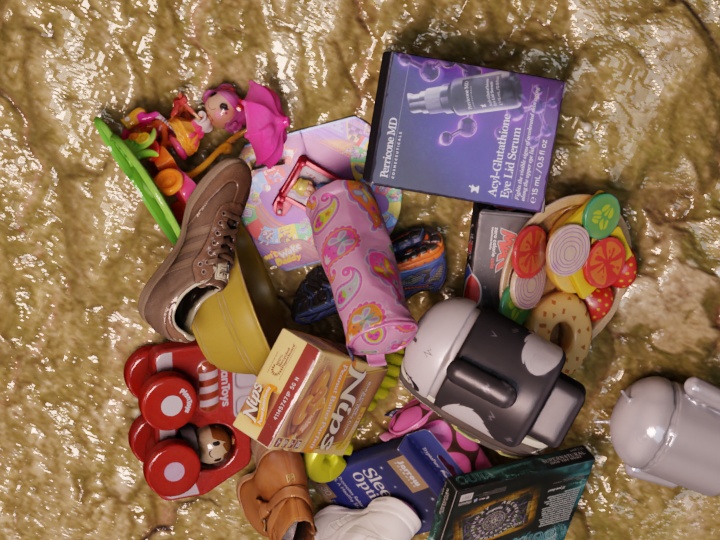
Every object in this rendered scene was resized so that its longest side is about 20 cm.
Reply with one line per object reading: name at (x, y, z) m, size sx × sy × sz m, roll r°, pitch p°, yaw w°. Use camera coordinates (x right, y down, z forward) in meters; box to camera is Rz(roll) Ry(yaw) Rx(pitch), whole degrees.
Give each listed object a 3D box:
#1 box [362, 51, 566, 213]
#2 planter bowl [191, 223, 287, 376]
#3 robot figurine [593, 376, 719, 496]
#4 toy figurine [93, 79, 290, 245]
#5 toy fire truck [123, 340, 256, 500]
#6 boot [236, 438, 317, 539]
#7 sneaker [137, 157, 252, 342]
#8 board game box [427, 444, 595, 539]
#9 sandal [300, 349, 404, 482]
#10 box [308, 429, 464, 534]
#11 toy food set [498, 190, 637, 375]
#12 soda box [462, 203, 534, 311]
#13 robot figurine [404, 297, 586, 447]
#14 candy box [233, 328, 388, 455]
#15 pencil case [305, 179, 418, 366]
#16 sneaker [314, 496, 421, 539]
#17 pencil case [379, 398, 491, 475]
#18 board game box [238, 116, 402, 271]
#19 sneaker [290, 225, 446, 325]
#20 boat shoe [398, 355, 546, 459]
box at (0.111, -0.153, 1.531) m, size 0.198 × 0.104 × 0.149 m, roll 8°, pitch 97°, yaw -5°
planter bowl at (-0.142, 0.049, 1.545) m, size 0.083 × 0.201 × 0.202 m, roll -20°, pitch 107°, yaw 4°
robot figurine at (0.382, 0.196, 1.652) m, size 0.199 × 0.113 × 0.170 m, roll 22°, pitch 124°, yaw -8°
toy figurine at (-0.171, -0.145, 1.534) m, size 0.183 × 0.200 × 0.151 m, roll -34°, pitch 144°, yaw -11°
toy fire truck at (-0.185, 0.171, 1.640) m, size 0.167 × 0.112 × 0.202 m, roll -7°, pitch 109°, yaw -19°
boot at (-0.089, 0.290, 1.624) m, size 0.076 × 0.156 × 0.201 m, roll -4°, pitch 133°, yaw -19°
sneaker at (-0.154, -0.017, 1.448) m, size 0.075 × 0.070 × 0.201 m, roll 35°, pitch 100°, yaw 32°
board game box at (0.171, 0.279, 1.612) m, size 0.199 × 0.028 × 0.136 m, roll -7°, pitch 128°, yaw -30°
sandal at (-0.025, 0.146, 1.645) m, size 0.201 × 0.087 × 0.079 m, roll -55°, pitch 135°, yaw -3°
box at (0.040, 0.261, 1.650) m, size 0.199 × 0.032 × 0.121 m, roll -26°, pitch 108°, yaw 42°
toy food set at (0.237, 0.009, 1.583) m, size 0.200 × 0.049 × 0.199 m, roll -41°, pitch 124°, yaw -13°
soda box at (0.155, 0.023, 1.619) m, size 0.070 × 0.063 × 0.202 m, roll 4°, pitch 106°, yaw -3°
robot figurine at (0.143, 0.114, 1.511) m, size 0.199 × 0.125 × 0.151 m, roll 29°, pitch 149°, yaw 7°
candy box at (-0.050, 0.134, 1.499) m, size 0.055 × 0.200 × 0.116 m, roll 30°, pitch 93°, yaw 24°
pencil case at (0.000, 0.000, 1.509) m, size 0.087 × 0.088 × 0.201 m, roll -20°, pitch 63°, yaw 5°
sneaker at (-0.017, 0.327, 1.646) m, size 0.075 × 0.100 × 0.200 m, roll 46°, pitch 140°, yaw -12°
pencil case at (0.109, 0.245, 1.675) m, size 0.094 × 0.091 × 0.201 m, roll -40°, pitch 106°, yaw -21°
board game box at (-0.049, -0.081, 1.592) m, size 0.198 × 0.039 × 0.159 m, roll -14°, pitch 107°, yaw 3°
sneaker at (0.013, 0.024, 1.611) m, size 0.199 × 0.076 × 0.079 m, roll -20°, pitch 123°, yaw 9°
boat shoe at (0.127, 0.160, 1.599) m, size 0.200 × 0.072 × 0.061 m, roll 27°, pitch 139°, yaw -8°
